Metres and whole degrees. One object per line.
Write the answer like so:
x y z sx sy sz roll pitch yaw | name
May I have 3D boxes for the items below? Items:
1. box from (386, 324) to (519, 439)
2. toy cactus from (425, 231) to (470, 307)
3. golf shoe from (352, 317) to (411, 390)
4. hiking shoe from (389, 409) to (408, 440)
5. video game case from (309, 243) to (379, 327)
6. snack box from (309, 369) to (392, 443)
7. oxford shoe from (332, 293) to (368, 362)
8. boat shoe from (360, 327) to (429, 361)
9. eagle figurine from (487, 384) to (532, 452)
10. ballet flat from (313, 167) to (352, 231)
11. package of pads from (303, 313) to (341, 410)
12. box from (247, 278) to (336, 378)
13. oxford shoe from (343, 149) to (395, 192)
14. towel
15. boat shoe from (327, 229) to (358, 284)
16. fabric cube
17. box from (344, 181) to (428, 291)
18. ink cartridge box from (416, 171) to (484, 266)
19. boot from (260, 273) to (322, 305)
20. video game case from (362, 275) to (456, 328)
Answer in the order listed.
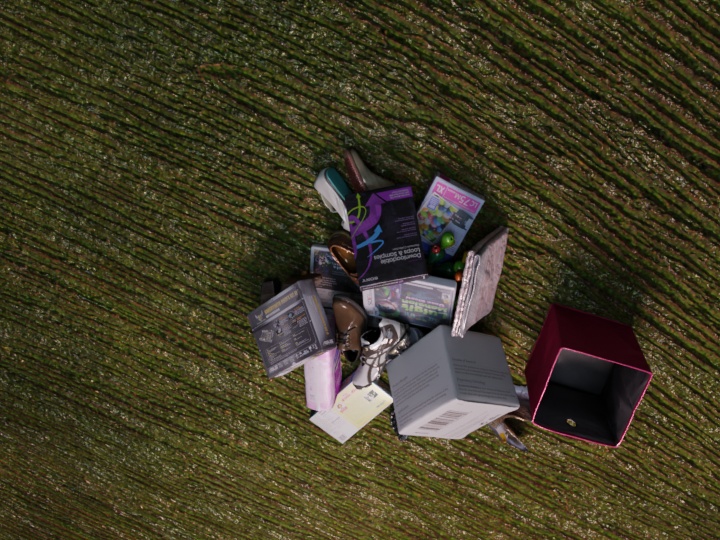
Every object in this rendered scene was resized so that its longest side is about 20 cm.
0.197 0.250 1.473 0.198 0.174 0.199 13 141 -35 | box
0.169 0.008 1.448 0.162 0.103 0.201 2 140 21 | toy cactus
0.026 0.180 1.505 0.094 0.078 0.201 29 115 -18 | golf shoe
0.128 0.340 1.639 0.086 0.075 0.202 -15 137 -25 | hiking shoe
-0.022 0.037 1.562 0.197 0.023 0.185 8 115 7 | video game case
-0.022 0.336 1.677 0.116 0.037 0.200 39 114 -17 | snack box
-0.025 0.134 1.506 0.072 0.085 0.202 9 139 28 | oxford shoe
0.081 0.176 1.577 0.198 0.067 0.075 -32 67 40 | boat shoe
0.335 0.344 1.597 0.198 0.154 0.151 15 164 -29 | eagle figurine
-0.031 -0.133 1.473 0.069 0.070 0.201 -34 100 21 | ballet flat
-0.089 0.216 1.584 0.074 0.121 0.203 5 121 10 | package of pads
-0.155 0.131 1.486 0.199 0.048 0.160 -32 74 38 | box
0.032 -0.180 1.445 0.073 0.071 0.202 -33 104 -8 | oxford shoe
0.256 0.024 1.422 0.032 0.190 0.203 20 118 24 | towel
0.000 -0.001 1.490 0.072 0.068 0.200 -41 103 22 | boat shoe
0.482 0.223 1.462 0.193 0.200 0.203 15 115 2 | fabric cube
0.051 -0.069 1.362 0.141 0.036 0.203 -11 74 3 | box
0.171 -0.097 1.462 0.118 0.042 0.202 26 117 -4 | ink cartridge box
-0.154 0.090 1.561 0.198 0.070 0.149 -7 97 38 | boot
0.101 0.060 1.438 0.197 0.024 0.183 11 148 10 | video game case
